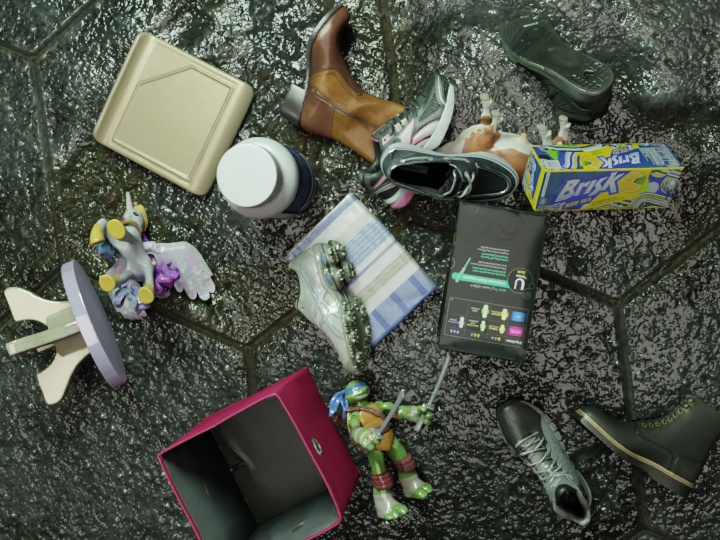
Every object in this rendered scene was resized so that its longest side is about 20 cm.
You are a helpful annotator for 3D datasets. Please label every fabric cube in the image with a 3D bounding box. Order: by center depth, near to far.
[{"bbox_3d":[-0.134,0.282,1.115,0.199,0.199,0.197,-28,89,9],"label":"fabric cube"}]

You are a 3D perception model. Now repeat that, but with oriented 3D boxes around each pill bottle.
[{"bbox_3d":[-0.133,-0.128,1.088,0.110,0.200,0.112,0,94,7],"label":"pill bottle"}]

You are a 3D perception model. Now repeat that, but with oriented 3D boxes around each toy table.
[{"bbox_3d":[-0.448,0.098,1.167,0.116,0.184,0.201,-22,78,-7],"label":"toy table"}]

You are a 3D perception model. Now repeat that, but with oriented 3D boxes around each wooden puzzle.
[{"bbox_3d":[-0.286,-0.240,1.189,0.199,0.037,0.186,27,96,1],"label":"wooden puzzle"}]

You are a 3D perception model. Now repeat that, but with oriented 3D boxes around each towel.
[{"bbox_3d":[0.000,0.000,1.167,0.147,0.024,0.200,-44,88,8],"label":"towel"}]

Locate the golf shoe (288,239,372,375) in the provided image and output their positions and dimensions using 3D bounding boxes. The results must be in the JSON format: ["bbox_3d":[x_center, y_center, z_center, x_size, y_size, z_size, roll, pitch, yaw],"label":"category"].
[{"bbox_3d":[-0.046,0.061,1.140,0.097,0.078,0.202,-17,86,24],"label":"golf shoe"}]

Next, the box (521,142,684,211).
[{"bbox_3d":[0.328,-0.128,1.056,0.198,0.065,0.070,-2,131,-8],"label":"box"}]

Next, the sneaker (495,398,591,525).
[{"bbox_3d":[0.270,0.276,1.101,0.075,0.115,0.200,-38,88,8],"label":"sneaker"}]

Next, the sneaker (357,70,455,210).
[{"bbox_3d":[0.062,-0.188,1.083,0.086,0.080,0.201,21,99,-19],"label":"sneaker"}]

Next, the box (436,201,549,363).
[{"bbox_3d":[0.181,0.012,1.080,0.123,0.149,0.202,8,95,6],"label":"box"}]

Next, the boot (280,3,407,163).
[{"bbox_3d":[0.005,-0.264,1.128,0.199,0.068,0.189,27,96,5],"label":"boot"}]

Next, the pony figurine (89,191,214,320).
[{"bbox_3d":[-0.326,-0.011,1.145,0.165,0.200,0.194,-20,106,2],"label":"pony figurine"}]

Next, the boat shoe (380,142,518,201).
[{"bbox_3d":[0.126,-0.126,1.047,0.198,0.068,0.072,11,118,-14],"label":"boat shoe"}]

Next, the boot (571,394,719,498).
[{"bbox_3d":[0.418,0.214,1.105,0.199,0.077,0.139,32,93,-9],"label":"boot"}]

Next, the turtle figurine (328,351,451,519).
[{"bbox_3d":[0.057,0.246,1.116,0.198,0.144,0.196,-17,95,12],"label":"turtle figurine"}]

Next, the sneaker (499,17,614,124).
[{"bbox_3d":[0.274,-0.274,1.090,0.076,0.114,0.199,-41,59,-7],"label":"sneaker"}]

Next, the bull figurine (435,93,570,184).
[{"bbox_3d":[0.200,-0.175,1.098,0.198,0.065,0.122,13,134,-1],"label":"bull figurine"}]
